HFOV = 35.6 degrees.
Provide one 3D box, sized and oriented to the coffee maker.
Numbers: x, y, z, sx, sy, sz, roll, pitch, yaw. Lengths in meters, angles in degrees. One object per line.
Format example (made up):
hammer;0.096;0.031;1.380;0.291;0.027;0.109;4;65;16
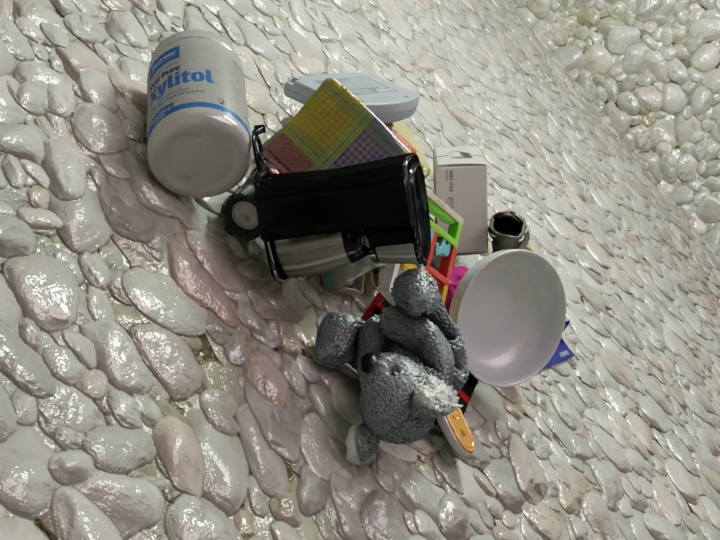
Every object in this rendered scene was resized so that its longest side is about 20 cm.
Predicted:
coffee maker;-0.022;-0.087;1.383;0.135;0.198;0.193;-81;158;-54

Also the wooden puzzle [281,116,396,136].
wooden puzzle;-0.008;-0.144;1.639;0.184;0.046;0.202;-7;73;-29

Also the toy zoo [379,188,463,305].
toy zoo;0.085;-0.009;1.591;0.131;0.020;0.202;34;64;-46

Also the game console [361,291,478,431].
game console;0.082;0.122;1.581;0.200;0.031;0.177;47;30;-5

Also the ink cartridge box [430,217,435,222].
ink cartridge box;0.017;-0.109;1.735;0.200;0.067;0.117;47;24;-5

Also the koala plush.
koala plush;0.051;0.137;1.352;0.184;0.176;0.200;53;19;-21

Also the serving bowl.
serving bowl;0.204;0.064;1.634;0.199;0.201;0.066;32;-6;-31

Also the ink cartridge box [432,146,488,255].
ink cartridge box;0.161;-0.116;1.825;0.200;0.082;0.148;-82;170;-75

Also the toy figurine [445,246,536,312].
toy figurine;0.182;0.064;1.726;0.183;0.149;0.202;-4;95;-39

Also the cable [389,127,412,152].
cable;0.034;-0.101;1.582;0.097;0.050;0.201;68;36;-47

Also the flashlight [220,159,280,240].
flashlight;-0.127;-0.108;1.509;0.068;0.068;0.200;44;27;-7

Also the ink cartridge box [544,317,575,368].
ink cartridge box;0.297;0.072;1.964;0.201;0.041;0.199;56;27;14

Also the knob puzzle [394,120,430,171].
knob puzzle;0.032;-0.216;1.795;0.219;0.030;0.220;35;27;-20

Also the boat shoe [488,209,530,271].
boat shoe;0.231;-0.062;1.739;0.066;0.058;0.200;5;25;6

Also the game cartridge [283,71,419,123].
game cartridge;-0.005;-0.258;1.684;0.133;0.041;0.199;25;25;32

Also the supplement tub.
supplement tub;-0.208;-0.201;1.436;0.131;0.132;0.201;30;31;-34

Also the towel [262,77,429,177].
towel;-0.021;-0.148;1.501;0.200;0.144;0.023;43;-1;10

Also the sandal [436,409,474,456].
sandal;0.116;0.144;1.500;0.208;0.059;0.079;62;21;13

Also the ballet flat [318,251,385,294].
ballet flat;0.000;0.000;1.589;0.199;0.067;0.064;-10;90;-60
